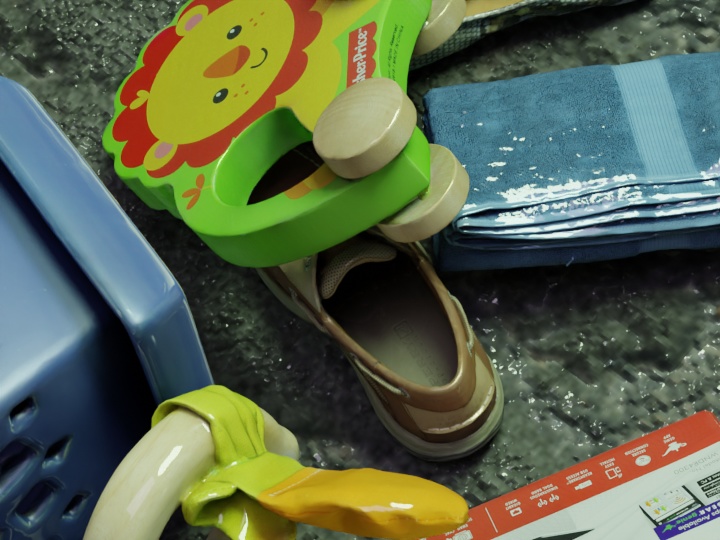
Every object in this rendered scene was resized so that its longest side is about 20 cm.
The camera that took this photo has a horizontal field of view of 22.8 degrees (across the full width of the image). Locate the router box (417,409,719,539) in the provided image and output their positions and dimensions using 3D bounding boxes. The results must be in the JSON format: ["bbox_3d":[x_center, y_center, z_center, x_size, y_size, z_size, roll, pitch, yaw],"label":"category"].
[{"bbox_3d":[0.091,0.156,0.725,0.199,0.049,0.180,-23,28,-2],"label":"router box"}]

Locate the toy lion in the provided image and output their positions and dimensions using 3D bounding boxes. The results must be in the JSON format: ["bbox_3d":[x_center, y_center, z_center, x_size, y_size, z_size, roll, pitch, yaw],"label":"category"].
[{"bbox_3d":[-0.045,-0.080,0.868,0.191,0.069,0.200,-22,43,24],"label":"toy lion"}]

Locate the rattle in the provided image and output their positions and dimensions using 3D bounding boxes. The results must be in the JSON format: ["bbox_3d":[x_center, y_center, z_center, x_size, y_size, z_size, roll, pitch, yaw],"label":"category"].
[{"bbox_3d":[-0.057,0.162,0.753,0.143,0.130,0.200,25,79,10],"label":"rattle"}]

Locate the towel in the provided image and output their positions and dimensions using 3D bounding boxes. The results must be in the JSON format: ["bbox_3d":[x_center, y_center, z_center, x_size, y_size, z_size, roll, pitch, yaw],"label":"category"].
[{"bbox_3d":[0.130,-0.059,0.865,0.199,0.049,0.112,-7,50,1],"label":"towel"}]

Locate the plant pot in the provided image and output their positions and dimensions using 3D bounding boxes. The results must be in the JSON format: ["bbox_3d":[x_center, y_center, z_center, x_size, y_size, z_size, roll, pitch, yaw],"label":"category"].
[{"bbox_3d":[-0.178,0.040,0.804,0.180,0.200,0.200,-32,61,-14],"label":"plant pot"}]

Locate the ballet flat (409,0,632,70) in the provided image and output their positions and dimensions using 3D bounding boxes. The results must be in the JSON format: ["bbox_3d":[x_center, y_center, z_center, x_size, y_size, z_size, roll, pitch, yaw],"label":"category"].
[{"bbox_3d":[0.062,-0.158,0.933,0.200,0.072,0.072,-16,61,2],"label":"ballet flat"}]

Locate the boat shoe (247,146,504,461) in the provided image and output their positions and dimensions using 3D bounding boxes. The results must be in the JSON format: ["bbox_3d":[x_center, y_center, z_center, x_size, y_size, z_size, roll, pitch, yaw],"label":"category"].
[{"bbox_3d":[0.000,0.000,0.859,0.076,0.072,0.200,-37,63,-10],"label":"boat shoe"}]
